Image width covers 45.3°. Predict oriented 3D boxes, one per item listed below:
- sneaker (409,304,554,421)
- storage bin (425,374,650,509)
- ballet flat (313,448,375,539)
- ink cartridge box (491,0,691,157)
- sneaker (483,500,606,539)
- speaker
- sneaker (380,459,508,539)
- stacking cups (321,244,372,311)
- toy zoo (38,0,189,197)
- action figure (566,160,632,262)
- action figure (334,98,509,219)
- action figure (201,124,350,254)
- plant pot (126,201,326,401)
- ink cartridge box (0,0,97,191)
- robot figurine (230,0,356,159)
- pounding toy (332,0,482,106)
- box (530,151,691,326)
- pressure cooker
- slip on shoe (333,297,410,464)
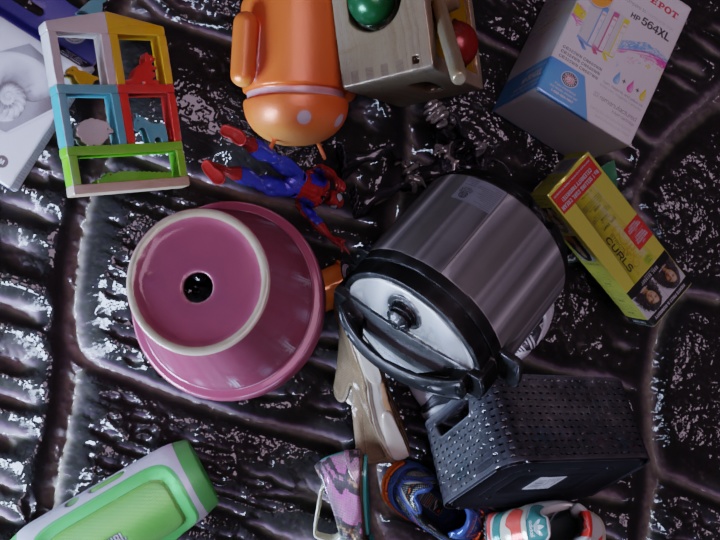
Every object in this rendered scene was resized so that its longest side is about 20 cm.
[{"bbox_3d":[0.120,0.066,0.962,0.200,0.075,0.115,-41,100,-8],"label":"sneaker"},{"bbox_3d":[0.185,0.182,0.912,0.198,0.135,0.095,4,56,-28],"label":"storage bin"},{"bbox_3d":[-0.014,0.289,0.926,0.070,0.069,0.203,-8,101,7],"label":"ballet flat"},{"bbox_3d":[0.264,-0.248,0.982,0.128,0.125,0.202,27,83,-11],"label":"ink cartridge box"},{"bbox_3d":[0.226,0.287,0.936,0.198,0.093,0.071,16,60,-39],"label":"sneaker"},{"bbox_3d":[-0.245,0.252,0.863,0.199,0.088,0.089,-29,95,-13],"label":"speaker"},{"bbox_3d":[0.114,0.281,0.951,0.198,0.078,0.076,28,83,-13],"label":"sneaker"},{"bbox_3d":[0.000,0.000,0.948,0.198,0.060,0.061,-21,93,-10],"label":"stacking cups"},{"bbox_3d":[-0.251,-0.180,0.881,0.130,0.020,0.203,-9,91,-40],"label":"toy zoo"},{"bbox_3d":[0.224,-0.045,1.005,0.198,0.055,0.120,-16,95,-9],"label":"action figure"},{"bbox_3d":[0.078,-0.115,0.946,0.198,0.102,0.120,-14,82,-12],"label":"action figure"},{"bbox_3d":[-0.059,-0.078,0.871,0.099,0.199,0.066,39,102,28],"label":"action figure"},{"bbox_3d":[-0.135,0.022,0.825,0.197,0.179,0.203,0,81,2],"label":"plant pot"},{"bbox_3d":[-0.383,-0.216,0.868,0.198,0.041,0.202,31,81,-11],"label":"ink cartridge box"},{"bbox_3d":[-0.067,-0.219,0.906,0.115,0.144,0.203,0,92,5],"label":"robot figurine"},{"bbox_3d":[0.059,-0.254,0.873,0.141,0.199,0.187,-8,90,26],"label":"pounding toy"},{"bbox_3d":[0.279,-0.034,0.965,0.075,0.050,0.200,-44,103,-10],"label":"box"},{"bbox_3d":[0.080,0.023,0.827,0.200,0.175,0.179,-47,109,-27],"label":"pressure cooker"},{"bbox_3d":[-0.002,0.119,0.924,0.060,0.076,0.202,-16,113,6],"label":"slip on shoe"}]
